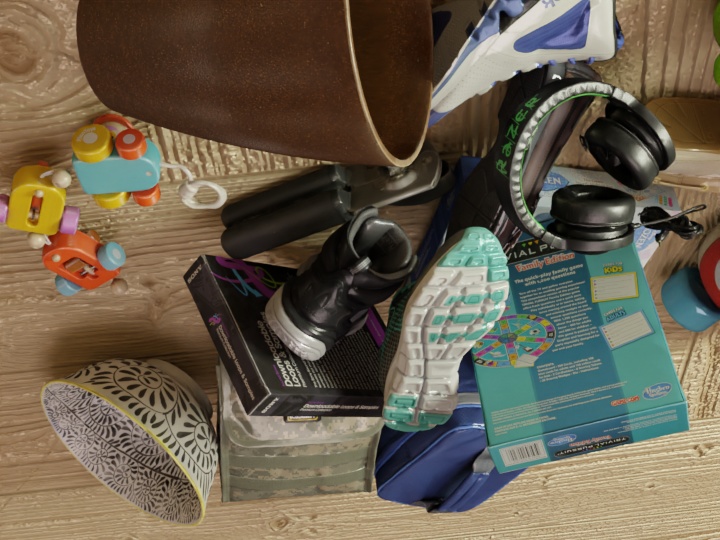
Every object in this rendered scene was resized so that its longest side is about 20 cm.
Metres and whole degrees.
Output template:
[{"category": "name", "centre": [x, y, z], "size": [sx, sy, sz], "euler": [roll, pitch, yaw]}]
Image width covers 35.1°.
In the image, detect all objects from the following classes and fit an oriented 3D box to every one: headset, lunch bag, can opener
[{"category": "headset", "centre": [0.183, -0.069, 0.864], "size": [0.199, 0.094, 0.124], "euler": [24, 96, -27]}, {"category": "lunch bag", "centre": [-0.062, 0.135, 1.134], "size": [0.163, 0.118, 0.200], "euler": [-3, 136, -9]}, {"category": "lunch bag", "centre": [0.094, 0.174, 1.190], "size": [0.135, 0.133, 0.200], "euler": [14, 137, -25]}, {"category": "can opener", "centre": [-0.018, -0.051, 0.950], "size": [0.199, 0.054, 0.067], "euler": [-19, 140, 18]}]

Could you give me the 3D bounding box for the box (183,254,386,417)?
[{"category": "box", "centre": [-0.044, 0.059, 0.968], "size": [0.200, 0.143, 0.036], "euler": [11, 131, -49]}]

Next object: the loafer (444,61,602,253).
[{"category": "loafer", "centre": [0.128, -0.073, 0.889], "size": [0.063, 0.072, 0.201], "euler": [11, 115, -24]}]

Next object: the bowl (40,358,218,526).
[{"category": "bowl", "centre": [-0.208, 0.150, 1.121], "size": [0.200, 0.094, 0.201], "euler": [25, 144, 20]}]

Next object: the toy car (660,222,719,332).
[{"category": "toy car", "centre": [0.404, 0.052, 1.023], "size": [0.176, 0.201, 0.184], "euler": [17, 136, -27]}]

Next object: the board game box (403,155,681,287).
[{"category": "board game box", "centre": [0.155, -0.013, 1.032], "size": [0.198, 0.044, 0.200], "euler": [6, 140, -14]}]

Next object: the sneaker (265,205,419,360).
[{"category": "sneaker", "centre": [0.000, 0.000, 0.937], "size": [0.114, 0.200, 0.076], "euler": [-42, 91, 21]}]

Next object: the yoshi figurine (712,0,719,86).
[{"category": "yoshi figurine", "centre": [0.319, -0.208, 0.790], "size": [0.200, 0.112, 0.112], "euler": [-45, 171, 21]}]

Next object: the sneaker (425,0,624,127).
[{"category": "sneaker", "centre": [0.119, -0.166, 0.801], "size": [0.115, 0.081, 0.199], "euler": [20, 133, -27]}]

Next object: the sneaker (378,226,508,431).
[{"category": "sneaker", "centre": [0.052, 0.033, 0.892], "size": [0.077, 0.091, 0.200], "euler": [5, 131, -21]}]

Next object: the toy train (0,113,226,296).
[{"category": "toy train", "centre": [-0.208, -0.056, 0.919], "size": [0.200, 0.056, 0.150], "euler": [-30, 138, 32]}]

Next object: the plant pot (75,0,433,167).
[{"category": "plant pot", "centre": [-0.072, -0.154, 0.729], "size": [0.199, 0.188, 0.187], "euler": [-2, 145, 18]}]

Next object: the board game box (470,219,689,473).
[{"category": "board game box", "centre": [0.163, 0.050, 0.916], "size": [0.150, 0.201, 0.047], "euler": [-14, 140, 10]}]

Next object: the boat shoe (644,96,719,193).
[{"category": "boat shoe", "centre": [0.311, -0.095, 0.935], "size": [0.199, 0.074, 0.069], "euler": [7, 148, -10]}]
